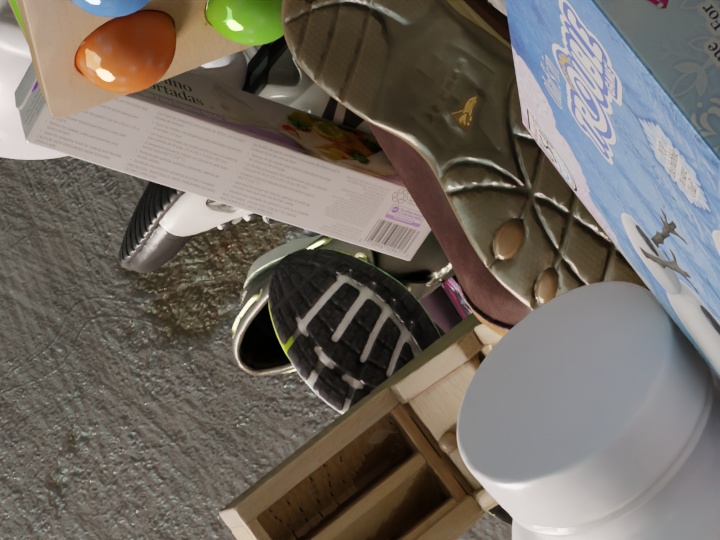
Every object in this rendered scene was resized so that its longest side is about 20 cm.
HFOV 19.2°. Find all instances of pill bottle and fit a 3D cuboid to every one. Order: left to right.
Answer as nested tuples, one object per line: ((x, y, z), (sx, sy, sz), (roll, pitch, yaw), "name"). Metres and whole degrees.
((0.121, 0.099, 0.724), (0.200, 0.111, 0.111), (48, -179, -29), "pill bottle")

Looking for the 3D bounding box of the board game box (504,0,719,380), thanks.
((0.110, -0.006, 0.564), (0.199, 0.043, 0.200), (55, 178, 16), "board game box")

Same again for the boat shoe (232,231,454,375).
((0.002, 0.002, 1.164), (0.072, 0.201, 0.060), (40, -134, -21), "boat shoe")

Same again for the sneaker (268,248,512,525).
((0.030, 0.063, 1.122), (0.200, 0.074, 0.081), (42, 176, -7), "sneaker")

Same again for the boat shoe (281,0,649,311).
((0.060, -0.050, 0.772), (0.200, 0.072, 0.067), (46, -151, 13), "boat shoe")

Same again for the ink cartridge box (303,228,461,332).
((0.016, -0.053, 1.299), (0.197, 0.043, 0.201), (56, -154, -34), "ink cartridge box")

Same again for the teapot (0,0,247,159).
((-0.128, -0.142, 1.054), (0.197, 0.145, 0.201), (129, 145, -65), "teapot")

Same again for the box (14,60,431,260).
((-0.053, -0.054, 0.939), (0.199, 0.042, 0.039), (16, -148, -29), "box")

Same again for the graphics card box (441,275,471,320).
((0.104, 0.043, 1.195), (0.200, 0.051, 0.126), (49, 173, 49), "graphics card box")

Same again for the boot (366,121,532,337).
((0.031, -0.066, 0.870), (0.167, 0.072, 0.200), (53, -178, -29), "boot")

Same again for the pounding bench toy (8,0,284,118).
((-0.089, -0.141, 0.845), (0.200, 0.124, 0.157), (93, 153, -65), "pounding bench toy")

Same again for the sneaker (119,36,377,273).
((-0.035, -0.052, 1.015), (0.088, 0.200, 0.074), (37, -151, -20), "sneaker")

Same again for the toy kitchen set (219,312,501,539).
((0.071, 0.116, 0.970), (0.164, 0.180, 0.200), (54, 162, -1), "toy kitchen set")
